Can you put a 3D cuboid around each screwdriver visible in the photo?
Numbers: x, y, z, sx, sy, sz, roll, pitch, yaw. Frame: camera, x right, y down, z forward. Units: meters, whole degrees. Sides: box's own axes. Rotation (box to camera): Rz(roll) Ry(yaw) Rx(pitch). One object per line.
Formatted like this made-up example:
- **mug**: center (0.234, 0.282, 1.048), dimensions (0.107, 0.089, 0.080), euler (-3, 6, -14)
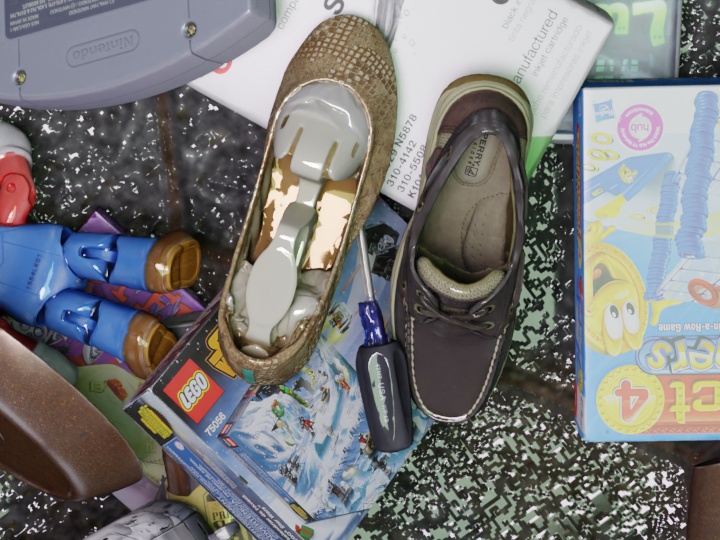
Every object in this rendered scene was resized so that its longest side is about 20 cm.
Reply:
- **screwdriver**: center (0.000, 0.000, 1.398), dimensions (0.029, 0.028, 0.201), euler (-9, 95, 38)

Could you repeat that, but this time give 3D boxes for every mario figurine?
- **mario figurine**: center (-0.186, -0.005, 1.458), dimensions (0.199, 0.124, 0.106), euler (17, 142, 17)

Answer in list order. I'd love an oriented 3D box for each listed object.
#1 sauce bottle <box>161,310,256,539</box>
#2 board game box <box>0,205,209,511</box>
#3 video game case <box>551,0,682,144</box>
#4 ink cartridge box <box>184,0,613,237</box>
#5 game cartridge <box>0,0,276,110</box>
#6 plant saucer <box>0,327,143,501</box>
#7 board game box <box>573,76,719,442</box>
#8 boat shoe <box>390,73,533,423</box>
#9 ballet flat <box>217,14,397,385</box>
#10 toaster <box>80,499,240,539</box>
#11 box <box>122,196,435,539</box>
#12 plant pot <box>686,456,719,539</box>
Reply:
- **sauce bottle**: center (-0.079, 0.124, 1.470), dimensions (0.066, 0.066, 0.201), euler (-11, 101, 1)
- **board game box**: center (-0.118, 0.073, 1.509), dimensions (0.200, 0.032, 0.120), euler (42, 93, -7)
- **video game case**: center (0.084, -0.164, 1.471), dimensions (0.198, 0.023, 0.183), euler (2, 100, -1)
- **ink cartridge box**: center (0.016, -0.124, 1.423), dimensions (0.199, 0.084, 0.147), euler (28, 99, -5)
- **game cartridge**: center (-0.131, -0.158, 1.399), dimensions (0.199, 0.041, 0.134), euler (-11, 79, 32)
- **plant saucer**: center (-0.208, 0.066, 1.416), dimensions (0.200, 0.200, 0.035), euler (38, 74, -6)
- **board game box**: center (0.218, -0.008, 1.439), dimensions (0.198, 0.056, 0.197), euler (-1, 98, 0)
- **boat shoe**: center (0.050, -0.002, 1.375), dimensions (0.073, 0.065, 0.201), euler (6, 116, 5)
- **ballet flat**: center (-0.027, -0.035, 1.352), dimensions (0.070, 0.065, 0.201), euler (14, 93, 4)
- **toaster**: center (-0.138, 0.212, 1.405), dimensions (0.199, 0.114, 0.130), euler (-30, 87, 6)
- **box**: center (-0.022, 0.052, 1.438), dimensions (0.137, 0.040, 0.200), euler (45, 54, -8)
- **plant pot**: center (0.257, 0.197, 1.472), dimensions (0.186, 0.187, 0.201), euler (-14, 86, 2)
